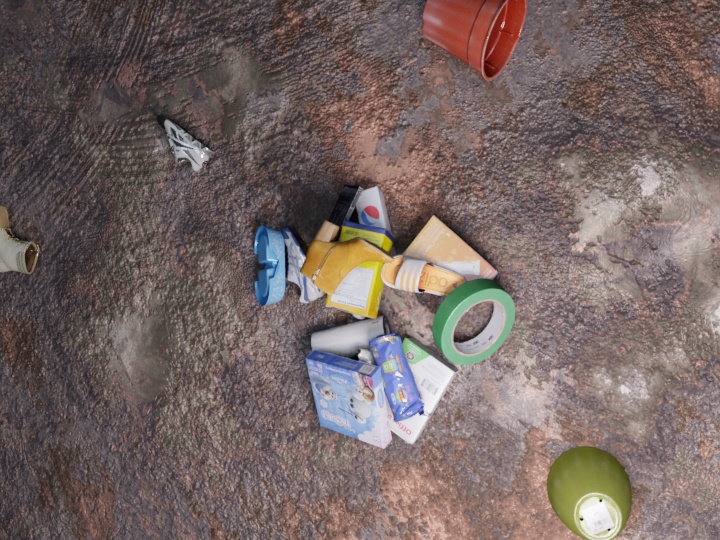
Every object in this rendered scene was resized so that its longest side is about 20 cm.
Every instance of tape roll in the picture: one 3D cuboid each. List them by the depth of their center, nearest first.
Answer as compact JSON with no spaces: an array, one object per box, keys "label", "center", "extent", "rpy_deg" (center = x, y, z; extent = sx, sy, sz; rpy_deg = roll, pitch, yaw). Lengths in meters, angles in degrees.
[{"label":"tape roll","center":[0.259,0.119,1.413],"extent":[0.202,0.199,0.048],"rpy_deg":[-50,38,7]}]

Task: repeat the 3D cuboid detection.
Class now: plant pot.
[{"label":"plant pot","center":[0.495,0.492,1.315],"extent":[0.181,0.200,0.194],"rpy_deg":[-1,86,15]},{"label":"plant pot","center":[0.260,-0.586,1.461],"extent":[0.193,0.200,0.204],"rpy_deg":[32,95,23]}]

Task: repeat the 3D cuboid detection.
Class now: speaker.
[{"label":"speaker","center":[-0.023,0.174,1.542],"extent":[0.194,0.081,0.084],"rpy_deg":[-15,83,15]}]

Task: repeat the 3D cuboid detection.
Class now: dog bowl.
[{"label":"dog bowl","center":[-0.234,-0.011,1.604],"extent":[0.048,0.111,0.207],"rpy_deg":[1,85,-29]}]

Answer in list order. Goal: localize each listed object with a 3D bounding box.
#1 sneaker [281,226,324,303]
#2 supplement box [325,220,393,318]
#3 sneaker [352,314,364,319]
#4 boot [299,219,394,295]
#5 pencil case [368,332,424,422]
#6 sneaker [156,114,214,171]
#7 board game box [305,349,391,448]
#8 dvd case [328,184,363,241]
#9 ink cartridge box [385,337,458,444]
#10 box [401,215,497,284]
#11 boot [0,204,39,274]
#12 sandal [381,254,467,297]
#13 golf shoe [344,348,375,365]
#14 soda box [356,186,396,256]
[{"label":"sneaker","center":[-0.165,-0.013,1.597],"extent":[0.087,0.075,0.204],"rpy_deg":[-31,78,12]},{"label":"supplement box","center":[0.000,0.000,1.460],"extent":[0.106,0.109,0.206],"rpy_deg":[12,86,15]},{"label":"sneaker","center":[-0.039,0.023,1.568],"extent":[0.112,0.073,0.207],"rpy_deg":[-6,83,24]},{"label":"boot","center":[-0.033,-0.010,1.385],"extent":[0.197,0.071,0.147],"rpy_deg":[26,96,19]},{"label":"pencil case","center":[0.085,0.243,1.421],"extent":[0.085,0.078,0.205],"rpy_deg":[-24,78,20]},{"label":"sneaker","center":[-0.504,-0.351,1.713],"extent":[0.199,0.074,0.089],"rpy_deg":[39,95,15]},{"label":"board game box","center":[-0.028,0.302,1.462],"extent":[0.196,0.043,0.204],"rpy_deg":[9,121,35]},{"label":"dvd case","center":[-0.059,-0.116,1.540],"extent":[0.016,0.148,0.204],"rpy_deg":[25,91,-18]},{"label":"ink cartridge box","center":[0.123,0.286,1.492],"extent":[0.144,0.084,0.203],"rpy_deg":[33,96,16]},{"label":"box","center":[0.214,-0.014,1.478],"extent":[0.199,0.097,0.125],"rpy_deg":[42,98,14]},{"label":"boot","center":[-1.038,-0.093,1.850],"extent":[0.150,0.072,0.207],"rpy_deg":[3,92,16]},{"label":"sandal","center":[0.145,0.013,1.404],"extent":[0.200,0.059,0.082],"rpy_deg":[11,89,8]},{"label":"golf shoe","center":[-0.035,0.246,1.514],"extent":[0.198,0.096,0.080],"rpy_deg":[-37,35,28]},{"label":"soda box","center":[0.039,-0.100,1.550],"extent":[0.066,0.064,0.206],"rpy_deg":[-13,83,14]}]
